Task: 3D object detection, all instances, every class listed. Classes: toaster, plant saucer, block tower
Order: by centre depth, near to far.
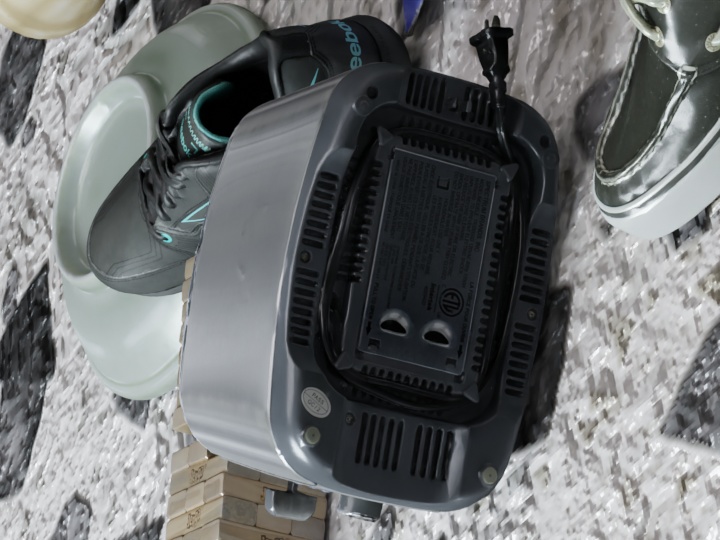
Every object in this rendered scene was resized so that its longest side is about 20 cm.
[{"bbox_3d":[0.000,0.000,1.200,0.129,0.113,0.201,-6,73,62],"label":"toaster"},{"bbox_3d":[-0.048,0.079,1.309,0.058,0.054,0.201,-26,54,54],"label":"block tower"},{"bbox_3d":[-0.106,-0.039,1.476,0.200,0.050,0.201,-34,48,50],"label":"plant saucer"}]

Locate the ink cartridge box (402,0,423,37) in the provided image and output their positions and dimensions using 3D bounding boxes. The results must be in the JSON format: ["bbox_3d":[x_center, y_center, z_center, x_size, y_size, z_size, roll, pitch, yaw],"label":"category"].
[{"bbox_3d":[0.022,-0.231,1.276,0.200,0.040,0.201,113,161,-65],"label":"ink cartridge box"}]

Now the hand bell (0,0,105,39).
[{"bbox_3d":[-0.106,-0.177,1.531,0.199,0.104,0.105,-2,75,48],"label":"hand bell"}]

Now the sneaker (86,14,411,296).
[{"bbox_3d":[-0.068,-0.055,1.345,0.200,0.079,0.076,-39,63,34],"label":"sneaker"}]

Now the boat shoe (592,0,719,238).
[{"bbox_3d":[0.125,-0.104,1.075,0.201,0.063,0.071,-63,30,22],"label":"boat shoe"}]
